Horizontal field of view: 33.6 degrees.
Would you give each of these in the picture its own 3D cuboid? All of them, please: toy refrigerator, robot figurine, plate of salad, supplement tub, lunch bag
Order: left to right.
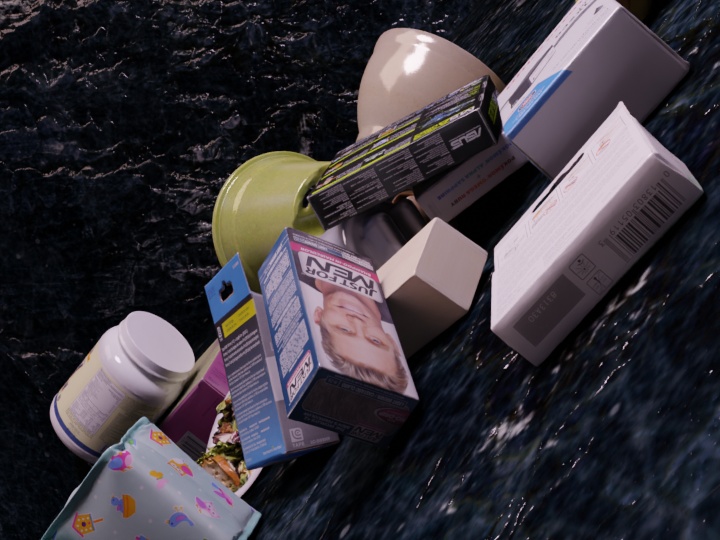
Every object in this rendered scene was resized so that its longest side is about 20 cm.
[{"bbox_3d":[-0.351,0.174,1.766,0.200,0.145,0.145,-49,8,19],"label":"supplement tub"},{"bbox_3d":[-0.227,0.280,1.189,0.200,0.170,0.122,-50,1,13],"label":"lunch bag"},{"bbox_3d":[-0.147,0.185,1.437,0.200,0.048,0.201,-46,30,36],"label":"plate of salad"},{"bbox_3d":[0.000,0.000,1.287,0.169,0.114,0.200,-27,-8,-40],"label":"robot figurine"},{"bbox_3d":[0.037,0.040,1.145,0.200,0.070,0.076,-44,17,48],"label":"toy refrigerator"}]

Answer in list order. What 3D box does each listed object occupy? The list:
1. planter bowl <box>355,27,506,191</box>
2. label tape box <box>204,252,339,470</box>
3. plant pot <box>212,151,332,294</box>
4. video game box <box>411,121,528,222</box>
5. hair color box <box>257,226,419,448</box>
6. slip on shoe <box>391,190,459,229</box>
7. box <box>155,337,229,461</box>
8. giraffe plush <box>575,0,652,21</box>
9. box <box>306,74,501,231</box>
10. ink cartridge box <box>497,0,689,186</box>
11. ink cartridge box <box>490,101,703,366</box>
[{"bbox_3d":[0.075,-0.179,1.461,0.136,0.199,0.200,-59,10,-16],"label":"planter bowl"},{"bbox_3d":[-0.093,0.091,1.212,0.063,0.202,0.144,-9,-10,-24],"label":"label tape box"},{"bbox_3d":[-0.058,-0.057,1.461,0.201,0.200,0.184,-54,20,-18],"label":"plant pot"},{"bbox_3d":[0.137,-0.132,1.291,0.182,0.047,0.200,-39,10,8],"label":"video game box"},{"bbox_3d":[-0.023,0.054,1.034,0.061,0.099,0.201,-56,29,26],"label":"hair color box"},{"bbox_3d":[0.070,-0.057,1.404,0.076,0.060,0.200,-50,8,12],"label":"slip on shoe"},{"bbox_3d":[-0.211,0.182,1.805,0.176,0.096,0.201,-46,10,34],"label":"box"},{"bbox_3d":[0.297,-0.354,1.187,0.161,0.201,0.173,-8,30,34],"label":"giraffe plush"},{"bbox_3d":[0.052,-0.128,1.248,0.198,0.048,0.193,-26,16,16],"label":"box"},{"bbox_3d":[0.201,-0.167,1.072,0.145,0.083,0.200,-50,8,16],"label":"ink cartridge box"},{"bbox_3d":[0.161,-0.033,0.861,0.161,0.050,0.200,-50,4,17],"label":"ink cartridge box"}]
